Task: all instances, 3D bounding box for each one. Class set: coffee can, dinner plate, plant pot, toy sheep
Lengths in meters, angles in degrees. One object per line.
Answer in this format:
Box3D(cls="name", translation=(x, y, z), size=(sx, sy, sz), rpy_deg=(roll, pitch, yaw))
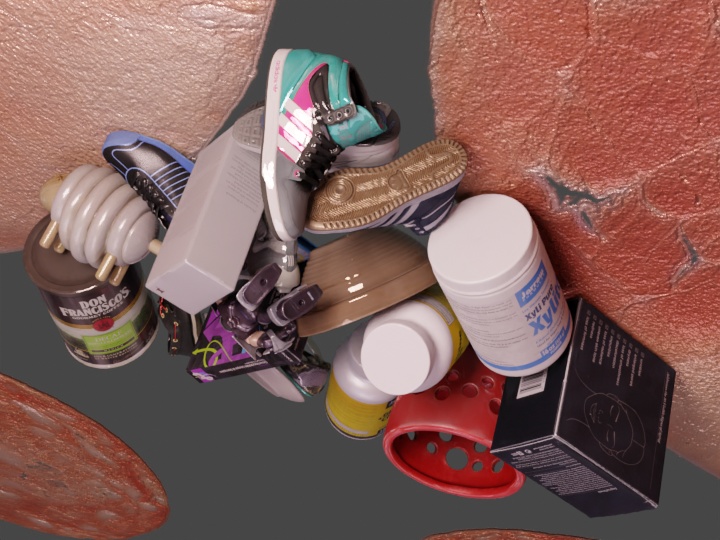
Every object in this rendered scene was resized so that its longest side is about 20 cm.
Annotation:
Box3D(cls="coffee can", translation=(-0.370, 0.023, 1.615), size=(0.144, 0.148, 0.201), rpy_deg=(10, 148, 11))
Box3D(cls="dinner plate", translation=(-0.164, 0.135, 1.712), size=(0.200, 0.024, 0.200), rpy_deg=(40, 168, 10))
Box3D(cls="plant pot", translation=(0.143, 0.185, 1.578), size=(0.197, 0.184, 0.201), rpy_deg=(12, 148, 7))
Box3D(cls="plant pot", translation=(0.000, 0.000, 1.415), size=(0.199, 0.200, 0.094), rpy_deg=(-20, 93, 44))
Box3D(cls="toy sheep", translation=(-0.323, -0.061, 1.474), size=(0.198, 0.139, 0.138), rpy_deg=(29, 149, 7))

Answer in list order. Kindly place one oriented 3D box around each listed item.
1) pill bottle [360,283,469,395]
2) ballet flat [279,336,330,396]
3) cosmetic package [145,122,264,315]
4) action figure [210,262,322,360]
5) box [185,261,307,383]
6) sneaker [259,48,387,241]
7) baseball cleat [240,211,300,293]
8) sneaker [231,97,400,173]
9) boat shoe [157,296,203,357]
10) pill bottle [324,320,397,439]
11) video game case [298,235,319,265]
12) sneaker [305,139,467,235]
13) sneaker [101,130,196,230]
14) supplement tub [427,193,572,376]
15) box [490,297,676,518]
Box3D(cls="pill bottle", translation=(0.068, 0.083, 1.419), size=(0.111, 0.200, 0.114), rpy_deg=(4, 102, 17))
Box3D(cls="ballet flat", translation=(-0.120, 0.094, 1.673), size=(0.200, 0.072, 0.072), rpy_deg=(40, 148, 6))
Box3D(cls="cosmetic package", translation=(-0.167, -0.061, 1.340), size=(0.071, 0.202, 0.101), rpy_deg=(32, 146, -23))
Box3D(cls="action figure", translation=(-0.121, 0.042, 1.355), size=(0.130, 0.070, 0.200), rpy_deg=(43, 157, -12))
Box3D(cls="box", translation=(-0.137, 0.068, 1.540), size=(0.198, 0.144, 0.036), rpy_deg=(-14, 136, 39))
Box3D(cls="sneaker", translation=(-0.034, -0.131, 1.197), size=(0.119, 0.204, 0.083), rpy_deg=(1, 176, 20))
Box3D(cls="baseball cleat", translation=(-0.126, -0.031, 1.466), size=(0.069, 0.108, 0.199), rpy_deg=(1, -172, -33))
Box3D(cls="sneaker", translation=(-0.049, -0.140, 1.291), size=(0.197, 0.075, 0.087), rpy_deg=(8, 151, 16))
Box3D(cls="boat shoe", translation=(-0.262, 0.059, 1.670), size=(0.062, 0.075, 0.203), rpy_deg=(-3, 144, -4))
Box3D(cls="pill bottle", translation=(0.011, 0.155, 1.661), size=(0.110, 0.113, 0.201), rpy_deg=(16, 148, 2))
Box3D(cls="video game case", translation=(-0.115, -0.015, 1.556), size=(0.199, 0.018, 0.142), rpy_deg=(34, 145, -24))
Box3D(cls="sneaker", translation=(0.024, -0.072, 1.287), size=(0.197, 0.071, 0.109), rpy_deg=(-20, 159, -9))
Box3D(cls="sneaker", translation=(-0.237, -0.096, 1.424), size=(0.198, 0.079, 0.070), rpy_deg=(28, 144, -4))
Box3D(cls="supplement tub", translation=(0.168, 0.022, 1.370), size=(0.130, 0.133, 0.201), rpy_deg=(-1, 145, 26))
Box3D(cls="box", translation=(0.289, 0.179, 1.484), size=(0.196, 0.202, 0.123), rpy_deg=(34, 146, -24))
